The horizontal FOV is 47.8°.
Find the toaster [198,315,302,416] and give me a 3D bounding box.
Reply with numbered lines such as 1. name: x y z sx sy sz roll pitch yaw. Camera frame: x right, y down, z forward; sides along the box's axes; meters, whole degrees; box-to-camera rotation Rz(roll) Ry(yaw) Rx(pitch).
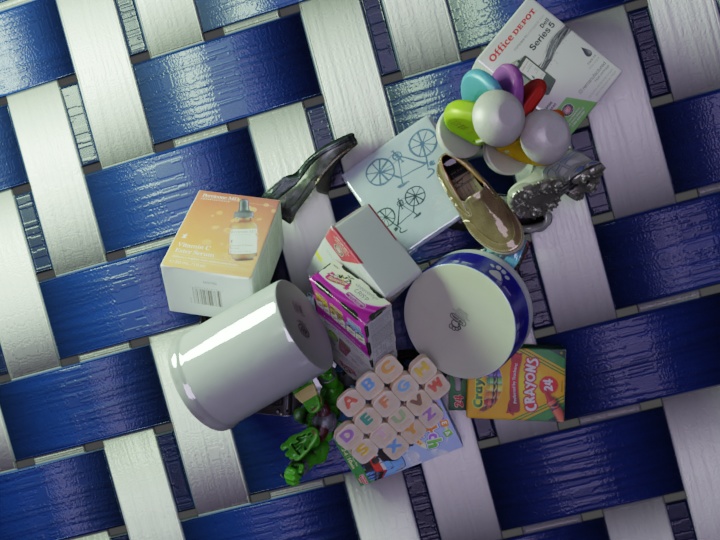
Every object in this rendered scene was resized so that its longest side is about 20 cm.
1. toaster: -0.187 0.144 1.413 0.180 0.119 0.201 3 93 14

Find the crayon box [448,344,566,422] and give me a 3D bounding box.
1. crayon box: 0.253 0.193 1.412 0.199 0.051 0.128 0 94 7

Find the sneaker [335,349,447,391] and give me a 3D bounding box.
1. sneaker: 0.055 0.191 1.430 0.199 0.073 0.082 -4 116 -2

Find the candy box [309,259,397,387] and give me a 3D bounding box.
1. candy box: -0.007 0.097 1.313 0.061 0.201 0.136 -35 54 -24

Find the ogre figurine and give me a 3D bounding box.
1. ogre figurine: -0.071 0.247 1.328 0.098 0.120 0.201 -8 73 16

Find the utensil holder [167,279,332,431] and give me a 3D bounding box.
1. utensil holder: -0.166 0.130 1.257 0.199 0.170 0.170 -29 90 15

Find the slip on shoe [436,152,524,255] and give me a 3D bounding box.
1. slip on shoe: 0.191 -0.111 1.309 0.076 0.061 0.200 -33 73 5

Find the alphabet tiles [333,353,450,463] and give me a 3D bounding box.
1. alphabet tiles: 0.053 0.227 1.321 0.200 0.015 0.196 -41 127 -3

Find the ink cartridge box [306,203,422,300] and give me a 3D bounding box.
1. ink cartridge box: 0.000 0.000 1.350 0.083 0.200 0.145 -36 84 -25

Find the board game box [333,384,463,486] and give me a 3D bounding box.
1. board game box: 0.060 0.281 1.418 0.199 0.037 0.152 -24 117 7

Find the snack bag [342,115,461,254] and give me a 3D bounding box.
1. snack bag: 0.093 -0.141 1.394 0.188 0.021 0.200 -34 71 6

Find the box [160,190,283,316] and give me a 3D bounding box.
1. box: -0.227 -0.027 1.374 0.151 0.201 0.107 7 134 6

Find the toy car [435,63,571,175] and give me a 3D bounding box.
1. toy car: 0.225 -0.241 1.250 0.199 0.175 0.151 16 83 -20

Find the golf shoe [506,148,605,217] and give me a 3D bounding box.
1. golf shoe: 0.304 -0.151 1.343 0.097 0.199 0.079 50 143 33

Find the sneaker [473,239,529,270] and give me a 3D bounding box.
1. sneaker: 0.201 0.006 1.381 0.095 0.079 0.200 34 116 7

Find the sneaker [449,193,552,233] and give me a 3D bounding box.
1. sneaker: 0.227 -0.100 1.382 0.199 0.089 0.075 2 95 8

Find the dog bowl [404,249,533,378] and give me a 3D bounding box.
1. dog bowl: 0.174 0.071 1.325 0.199 0.079 0.201 11 112 28

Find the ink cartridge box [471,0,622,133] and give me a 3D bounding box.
1. ink cartridge box: 0.304 -0.328 1.350 0.200 0.084 0.146 40 86 3

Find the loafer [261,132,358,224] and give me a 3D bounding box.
1. loafer: -0.077 -0.163 1.426 0.200 0.073 0.072 -37 96 17

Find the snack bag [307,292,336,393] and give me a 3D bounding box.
1. snack bag: -0.089 0.136 1.465 0.199 0.021 0.190 5 94 7
